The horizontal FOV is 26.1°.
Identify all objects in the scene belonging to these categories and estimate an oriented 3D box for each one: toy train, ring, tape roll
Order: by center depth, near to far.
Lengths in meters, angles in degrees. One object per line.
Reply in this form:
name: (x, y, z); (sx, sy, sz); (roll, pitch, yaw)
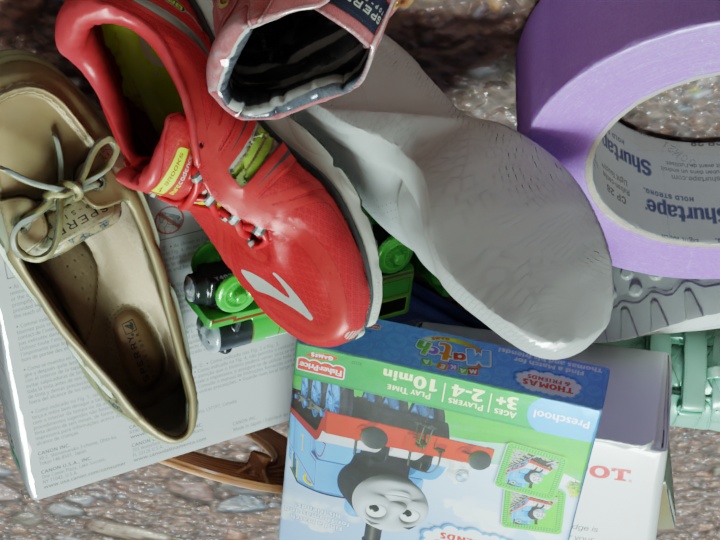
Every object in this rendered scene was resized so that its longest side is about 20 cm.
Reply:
tape roll: (0.172, -0.075, 0.726); (0.199, 0.066, 0.200); (2, 147, 1)
toy train: (0.000, 0.000, 0.798); (0.199, 0.042, 0.057); (-14, 129, -28)
ring: (-0.111, 0.086, 0.937); (0.200, 0.019, 0.200); (21, -176, -1)

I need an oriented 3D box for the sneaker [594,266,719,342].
sneaker: (0.166, 0.007, 0.856); (0.199, 0.077, 0.080); (-1, 168, 15)

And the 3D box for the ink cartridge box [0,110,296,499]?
ink cartridge box: (-0.110, 0.003, 0.788); (0.160, 0.050, 0.201); (-15, 118, -22)

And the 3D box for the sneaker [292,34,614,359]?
sneaker: (0.041, -0.031, 0.722); (0.075, 0.200, 0.089); (-35, 157, -16)

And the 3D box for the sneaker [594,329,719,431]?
sneaker: (0.201, 0.051, 0.889); (0.200, 0.074, 0.118); (11, 163, -25)

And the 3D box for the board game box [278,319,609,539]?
board game box: (0.035, 0.119, 0.804); (0.150, 0.037, 0.201); (12, 128, 7)

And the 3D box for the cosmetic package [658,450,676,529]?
cosmetic package: (0.096, 0.113, 0.992); (0.199, 0.106, 0.071); (-8, 146, 12)

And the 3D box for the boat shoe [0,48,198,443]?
boat shoe: (-0.121, -0.008, 0.709); (0.073, 0.063, 0.201); (-32, 124, -10)

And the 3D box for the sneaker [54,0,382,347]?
sneaker: (-0.069, -0.043, 0.684); (0.077, 0.085, 0.200); (-32, 96, 34)

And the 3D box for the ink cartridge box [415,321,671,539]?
ink cartridge box: (0.094, 0.136, 0.878); (0.145, 0.084, 0.201); (7, 127, 10)

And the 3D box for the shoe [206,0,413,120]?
shoe: (0.011, -0.134, 0.614); (0.071, 0.091, 0.200); (28, 140, -35)

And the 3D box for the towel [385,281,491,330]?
towel: (-0.027, 0.040, 0.930); (0.199, 0.024, 0.147); (-18, 146, 41)
